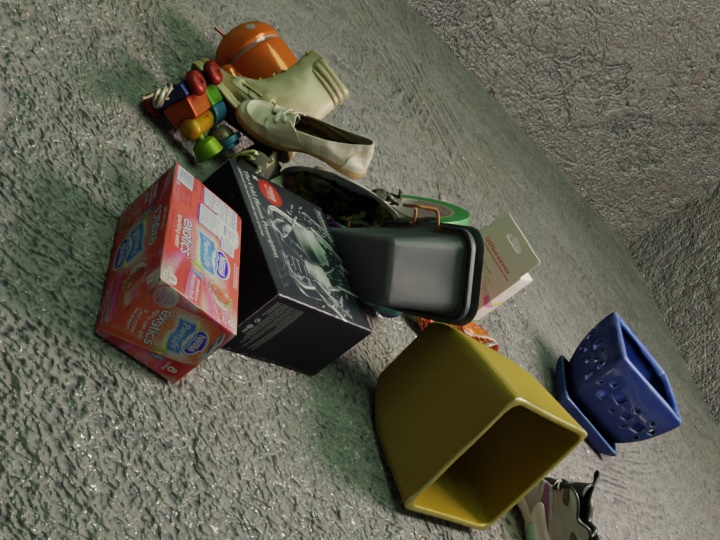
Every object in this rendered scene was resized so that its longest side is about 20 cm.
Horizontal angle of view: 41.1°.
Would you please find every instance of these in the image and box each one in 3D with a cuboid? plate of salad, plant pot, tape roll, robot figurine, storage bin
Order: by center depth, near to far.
[{"bbox_3d":[0.041,-0.013,1.222,0.133,0.148,0.199,3,5,-38],"label":"storage bin"},{"bbox_3d":[0.131,0.184,1.247,0.194,0.196,0.201,29,19,-46],"label":"plant pot"},{"bbox_3d":[-0.031,-0.087,1.381,0.200,0.199,0.048,38,68,-35],"label":"plate of salad"},{"bbox_3d":[-0.149,-0.300,1.490,0.201,0.143,0.117,54,-14,3],"label":"robot figurine"},{"bbox_3d":[0.075,-0.079,1.539,0.198,0.049,0.201,7,15,-2],"label":"tape roll"},{"bbox_3d":[0.508,0.239,1.942,0.200,0.179,0.200,47,21,-14],"label":"plant pot"}]

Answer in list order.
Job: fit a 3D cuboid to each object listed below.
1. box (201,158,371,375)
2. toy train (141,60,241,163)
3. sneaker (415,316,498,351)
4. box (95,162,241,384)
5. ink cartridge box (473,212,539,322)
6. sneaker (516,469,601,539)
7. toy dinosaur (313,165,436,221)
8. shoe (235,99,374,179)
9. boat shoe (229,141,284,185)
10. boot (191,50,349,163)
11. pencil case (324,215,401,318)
[{"bbox_3d":[-0.104,-0.001,1.138,0.181,0.104,0.202,26,34,-52],"label":"box"},{"bbox_3d":[-0.220,-0.189,1.237,0.117,0.084,0.200,62,19,-15],"label":"toy train"},{"bbox_3d":[0.148,0.099,1.589,0.200,0.073,0.077,37,2,-41],"label":"sneaker"},{"bbox_3d":[-0.188,-0.001,0.975,0.102,0.094,0.201,40,25,-31],"label":"box"},{"bbox_3d":[0.215,0.003,1.666,0.067,0.199,0.118,9,48,-60],"label":"ink cartridge box"},{"bbox_3d":[0.287,0.318,1.412,0.077,0.139,0.202,19,40,-54],"label":"sneaker"},{"bbox_3d":[0.022,-0.105,1.439,0.198,0.048,0.088,19,12,5],"label":"toy dinosaur"},{"bbox_3d":[-0.073,-0.191,1.310,0.198,0.054,0.070,23,44,-10],"label":"shoe"},{"bbox_3d":[-0.150,-0.130,1.267,0.202,0.071,0.061,-56,139,-73],"label":"boat shoe"},{"bbox_3d":[-0.131,-0.271,1.395,0.199,0.156,0.073,39,-19,9],"label":"boot"},{"bbox_3d":[0.000,0.000,1.381,0.199,0.092,0.086,31,74,-46],"label":"pencil case"}]
